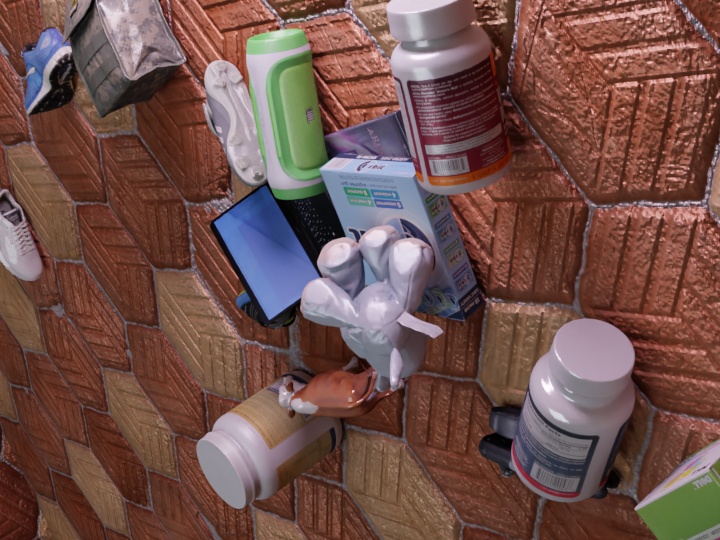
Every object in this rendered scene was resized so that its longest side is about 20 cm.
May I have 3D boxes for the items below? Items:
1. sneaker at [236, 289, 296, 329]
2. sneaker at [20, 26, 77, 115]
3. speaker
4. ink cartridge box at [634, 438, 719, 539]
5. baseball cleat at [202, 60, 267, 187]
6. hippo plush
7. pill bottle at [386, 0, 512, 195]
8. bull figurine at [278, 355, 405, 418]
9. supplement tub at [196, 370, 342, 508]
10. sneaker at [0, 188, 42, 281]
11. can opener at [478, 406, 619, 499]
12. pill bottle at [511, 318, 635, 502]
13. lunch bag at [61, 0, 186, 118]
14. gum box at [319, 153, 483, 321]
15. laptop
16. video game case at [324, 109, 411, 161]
[{"bbox_3d":[-0.116,0.040,1.900,0.083,0.071,0.199,48,151,-9],"label":"sneaker"},{"bbox_3d":[-0.529,-0.338,2.161,0.090,0.078,0.200,59,141,13],"label":"sneaker"},{"bbox_3d":[-0.091,-0.197,1.614,0.088,0.088,0.203,13,118,49],"label":"speaker"},{"bbox_3d":[0.336,0.250,1.297,0.076,0.199,0.148,52,148,9],"label":"ink cartridge box"},{"bbox_3d":[-0.166,-0.188,1.752,0.107,0.069,0.202,111,145,-62],"label":"baseball cleat"},{"bbox_3d":[0.041,0.052,1.541,0.199,0.160,0.161,37,171,29],"label":"hippo plush"},{"bbox_3d":[0.092,-0.192,1.355,0.109,0.109,0.202,17,129,48],"label":"pill bottle"},{"bbox_3d":[-0.031,0.170,1.825,0.199,0.121,0.066,2,118,54],"label":"bull figurine"},{"bbox_3d":[-0.141,0.263,1.985,0.144,0.199,0.146,34,141,34],"label":"supplement tub"},{"bbox_3d":[-0.712,-0.072,2.641,0.080,0.076,0.202,-18,103,48],"label":"sneaker"},{"bbox_3d":[0.226,0.235,1.572,0.199,0.063,0.080,24,134,44],"label":"can opener"},{"bbox_3d":[0.241,0.154,1.429,0.119,0.119,0.202,39,143,28],"label":"pill bottle"},{"bbox_3d":[-0.360,-0.351,1.861,0.164,0.117,0.202,-25,90,59],"label":"lunch bag"},{"bbox_3d":[0.050,-0.043,1.570,0.169,0.044,0.202,10,130,47],"label":"gum box"},{"bbox_3d":[-0.109,-0.058,1.738,0.178,0.102,0.200,58,153,16],"label":"laptop"},{"bbox_3d":[0.022,-0.116,1.608,0.199,0.019,0.144,-9,109,58],"label":"video game case"}]
